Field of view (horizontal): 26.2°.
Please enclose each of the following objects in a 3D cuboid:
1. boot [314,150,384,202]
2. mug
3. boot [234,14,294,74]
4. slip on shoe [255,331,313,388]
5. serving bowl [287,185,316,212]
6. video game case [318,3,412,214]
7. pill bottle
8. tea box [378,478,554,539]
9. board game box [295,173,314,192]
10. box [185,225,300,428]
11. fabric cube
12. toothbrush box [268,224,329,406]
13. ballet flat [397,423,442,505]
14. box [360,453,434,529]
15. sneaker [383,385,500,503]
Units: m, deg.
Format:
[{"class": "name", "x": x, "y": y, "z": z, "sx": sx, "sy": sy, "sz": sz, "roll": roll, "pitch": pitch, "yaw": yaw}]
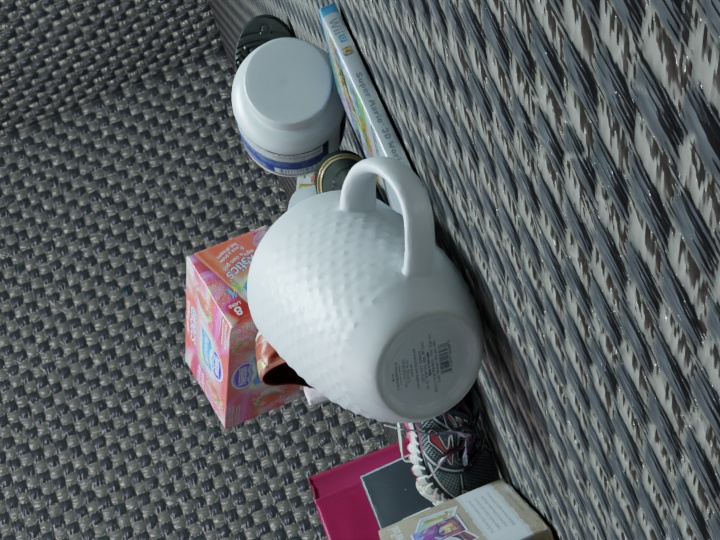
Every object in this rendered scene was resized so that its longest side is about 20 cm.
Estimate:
[{"class": "boot", "x": 0.014, "y": -0.002, "z": 1.424, "sx": 0.201, "sy": 0.077, "sz": 0.138, "roll": 63, "pitch": 179, "yaw": -18}, {"class": "mug", "x": 0.015, "y": 0.012, "z": 1.174, "sx": 0.175, "sy": 0.147, "sz": 0.201, "roll": 41, "pitch": 131, "yaw": 55}, {"class": "boot", "x": -0.111, "y": -0.242, "z": 1.944, "sx": 0.158, "sy": 0.079, "sz": 0.212, "roll": -95, "pitch": 0, "yaw": -59}, {"class": "slip on shoe", "x": -0.005, "y": 0.093, "z": 1.478, "sx": 0.074, "sy": 0.199, "sz": 0.061, "roll": 87, "pitch": -169, "yaw": -58}, {"class": "serving bowl", "x": 0.000, "y": 0.000, "z": 1.584, "sx": 0.200, "sy": 0.066, "sz": 0.201, "roll": 54, "pitch": -155, "yaw": -40}, {"class": "video game case", "x": 0.015, "y": -0.110, "z": 1.316, "sx": 0.143, "sy": 0.018, "sz": 0.201, "roll": 74, "pitch": 173, "yaw": -63}, {"class": "pill bottle", "x": -0.069, "y": -0.162, "z": 1.510, "sx": 0.200, "sy": 0.110, "sz": 0.111, "roll": 100, "pitch": 148, "yaw": -83}, {"class": "tea box", "x": 0.117, "y": 0.309, "z": 1.337, "sx": 0.200, "sy": 0.133, "sz": 0.198, "roll": -143, "pitch": 31, "yaw": -83}, {"class": "board game box", "x": -0.052, "y": -0.053, "z": 1.876, "sx": 0.135, "sy": 0.034, "sz": 0.201, "roll": 74, "pitch": -162, "yaw": -61}, {"class": "box", "x": -0.119, "y": 0.062, "z": 1.611, "sx": 0.103, "sy": 0.094, "sz": 0.200, "roll": 56, "pitch": 156, "yaw": 27}, {"class": "fabric cube", "x": 0.049, "y": 0.381, "z": 2.302, "sx": 0.200, "sy": 0.195, "sz": 0.200, "roll": -148, "pitch": 38, "yaw": -85}, {"class": "toothbrush box", "x": -0.025, "y": 0.029, "z": 1.710, "sx": 0.146, "sy": 0.085, "sz": 0.201, "roll": -27, "pitch": -86, "yaw": -59}, {"class": "ballet flat", "x": 0.087, "y": 0.233, "z": 1.884, "sx": 0.069, "sy": 0.069, "sz": 0.201, "roll": -147, "pitch": 36, "yaw": -84}, {"class": "box", "x": 0.098, "y": 0.355, "z": 1.991, "sx": 0.182, "sy": 0.104, "sz": 0.201, "roll": 62, "pitch": -175, "yaw": -64}, {"class": "sneaker", "x": 0.081, "y": 0.146, "z": 1.419, "sx": 0.074, "sy": 0.081, "sz": 0.200, "roll": 5, "pitch": 136, "yaw": 43}]
